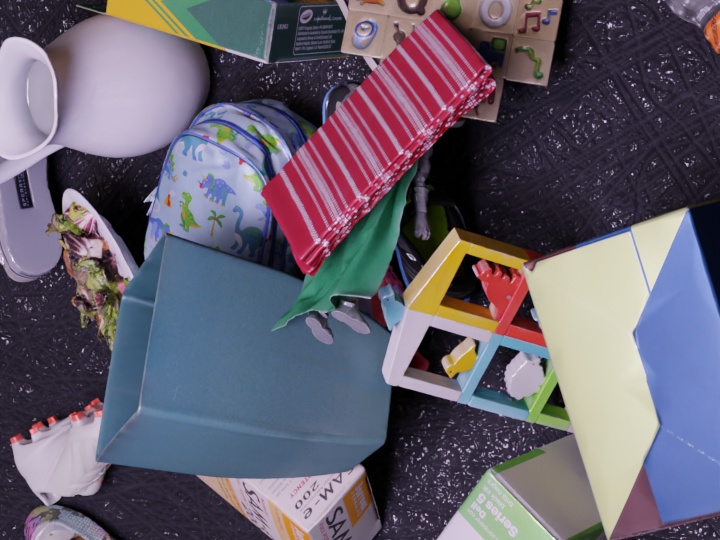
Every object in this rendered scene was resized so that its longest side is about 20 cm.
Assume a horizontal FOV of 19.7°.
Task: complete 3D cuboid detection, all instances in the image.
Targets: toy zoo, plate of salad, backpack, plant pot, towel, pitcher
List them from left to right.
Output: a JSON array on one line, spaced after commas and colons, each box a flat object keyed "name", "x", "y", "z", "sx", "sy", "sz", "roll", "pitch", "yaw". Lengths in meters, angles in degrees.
[{"name": "pitcher", "x": -0.233, "y": -0.136, "z": 1.724, "sx": 0.171, "sy": 0.199, "sz": 0.122, "roll": -42, "pitch": 75, "yaw": 37}, {"name": "plate of salad", "x": -0.219, "y": 0.026, "z": 1.780, "sx": 0.200, "sy": 0.048, "sz": 0.201, "roll": 54, "pitch": 160, "yaw": 30}, {"name": "backpack", "x": -0.097, "y": -0.041, "z": 1.697, "sx": 0.163, "sy": 0.153, "sz": 0.201, "roll": 32, "pitch": 104, "yaw": 31}, {"name": "plant pot", "x": -0.081, "y": 0.082, "z": 1.576, "sx": 0.141, "sy": 0.198, "sz": 0.143, "roll": 135, "pitch": 146, "yaw": -62}, {"name": "towel", "x": 0.010, "y": -0.096, "z": 1.520, "sx": 0.200, "sy": 0.022, "sz": 0.145, "roll": -46, "pitch": 28, "yaw": 8}, {"name": "toy zoo", "x": 0.104, "y": 0.044, "z": 1.547, "sx": 0.132, "sy": 0.199, "sz": 0.021, "roll": -63, "pitch": 25, "yaw": 24}]

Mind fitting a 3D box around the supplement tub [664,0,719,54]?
[{"name": "supplement tub", "x": 0.239, "y": -0.260, "z": 1.431, "sx": 0.122, "sy": 0.122, "sz": 0.201, "roll": -34, "pitch": 78, "yaw": 33}]

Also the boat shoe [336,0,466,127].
[{"name": "boat shoe", "x": 0.031, "y": -0.202, "z": 1.613, "sx": 0.063, "sy": 0.072, "sz": 0.201, "roll": -46, "pitch": 68, "yaw": 34}]

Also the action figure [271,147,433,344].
[{"name": "action figure", "x": 0.013, "y": -0.040, "z": 1.531, "sx": 0.118, "sy": 0.201, "sz": 0.055, "roll": -14, "pitch": 133, "yaw": 47}]

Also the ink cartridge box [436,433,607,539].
[{"name": "ink cartridge box", "x": 0.109, "y": 0.234, "z": 1.587, "sx": 0.084, "sy": 0.145, "sz": 0.201, "roll": 44, "pitch": 118, "yaw": 20}]

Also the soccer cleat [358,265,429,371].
[{"name": "soccer cleat", "x": 0.000, "y": 0.000, "z": 1.647, "sx": 0.073, "sy": 0.068, "sz": 0.201, "roll": 1, "pitch": 117, "yaw": 38}]

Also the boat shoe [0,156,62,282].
[{"name": "boat shoe", "x": -0.312, "y": -0.087, "z": 1.868, "sx": 0.070, "sy": 0.070, "sz": 0.202, "roll": -27, "pitch": 72, "yaw": 62}]

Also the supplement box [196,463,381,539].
[{"name": "supplement box", "x": -0.083, "y": 0.156, "z": 1.710, "sx": 0.200, "sy": 0.126, "sz": 0.074, "roll": 36, "pitch": 72, "yaw": 25}]

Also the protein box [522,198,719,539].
[{"name": "protein box", "x": 0.241, "y": 0.057, "z": 1.434, "sx": 0.134, "sy": 0.199, "sz": 0.200, "roll": -19, "pitch": 87, "yaw": 34}]

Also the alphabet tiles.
[{"name": "alphabet tiles", "x": 0.075, "y": -0.219, "z": 1.572, "sx": 0.165, "sy": 0.006, "sz": 0.202, "roll": 10, "pitch": 88, "yaw": 16}]

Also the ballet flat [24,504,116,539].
[{"name": "ballet flat", "x": -0.247, "y": 0.271, "z": 1.880, "sx": 0.199, "sy": 0.071, "sz": 0.070, "roll": 26, "pitch": 112, "yaw": 29}]

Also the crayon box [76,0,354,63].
[{"name": "crayon box", "x": -0.114, "y": -0.217, "z": 1.675, "sx": 0.199, "sy": 0.125, "sz": 0.052, "roll": 19, "pitch": 107, "yaw": 30}]

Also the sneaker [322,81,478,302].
[{"name": "sneaker", "x": 0.039, "y": -0.063, "z": 1.617, "sx": 0.201, "sy": 0.070, "sz": 0.083, "roll": 62, "pitch": 159, "yaw": 4}]

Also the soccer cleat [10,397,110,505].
[{"name": "soccer cleat", "x": -0.243, "y": 0.161, "z": 1.858, "sx": 0.199, "sy": 0.069, "sz": 0.078, "roll": -22, "pitch": 97, "yaw": 49}]
